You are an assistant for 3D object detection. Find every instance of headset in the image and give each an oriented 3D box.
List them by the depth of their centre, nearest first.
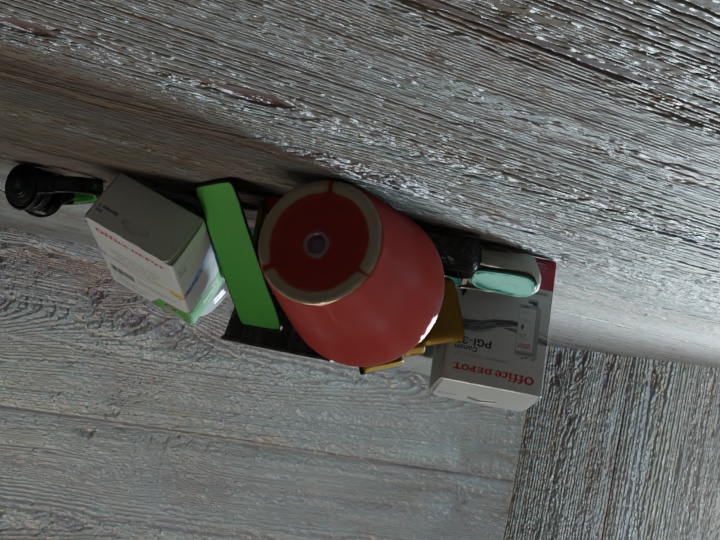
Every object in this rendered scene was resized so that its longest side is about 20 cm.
[{"bbox_3d":[-0.474,-0.101,1.812,0.199,0.094,0.124,-1,175,2],"label":"headset"}]

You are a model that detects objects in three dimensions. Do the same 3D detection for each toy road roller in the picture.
[{"bbox_3d":[0.057,0.056,1.580,0.146,0.123,0.200,-12,173,0],"label":"toy road roller"}]

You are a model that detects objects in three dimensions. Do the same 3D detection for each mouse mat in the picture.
[{"bbox_3d":[-0.156,-0.018,1.584,0.008,0.201,0.161,-21,-171,-23],"label":"mouse mat"}]

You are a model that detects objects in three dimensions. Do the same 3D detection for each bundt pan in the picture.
[{"bbox_3d":[-0.089,0.078,1.735,0.201,0.076,0.202,11,176,1],"label":"bundt pan"}]

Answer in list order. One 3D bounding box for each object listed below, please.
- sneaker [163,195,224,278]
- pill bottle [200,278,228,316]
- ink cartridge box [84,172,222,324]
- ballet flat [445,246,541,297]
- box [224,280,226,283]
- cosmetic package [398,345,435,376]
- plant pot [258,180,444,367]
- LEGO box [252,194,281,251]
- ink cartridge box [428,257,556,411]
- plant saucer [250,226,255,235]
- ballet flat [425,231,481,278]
[{"bbox_3d":[-0.237,-0.076,1.784,0.200,0.080,0.131,28,154,10],"label":"sneaker"},{"bbox_3d":[-0.290,-0.029,1.892,0.200,0.112,0.111,35,-178,14],"label":"pill bottle"},{"bbox_3d":[-0.280,-0.027,1.717,0.145,0.084,0.200,29,159,14],"label":"ink cartridge box"},{"bbox_3d":[0.144,-0.010,1.674,0.199,0.070,0.069,11,176,6],"label":"ballet flat"},{"bbox_3d":[-0.086,0.018,1.725,0.199,0.039,0.041,12,177,-20],"label":"box"},{"bbox_3d":[0.105,0.092,1.795,0.200,0.107,0.090,21,157,-21],"label":"cosmetic package"},{"bbox_3d":[-0.021,-0.006,1.405,0.200,0.201,0.177,9,167,20],"label":"plant pot"},{"bbox_3d":[-0.068,-0.041,1.686,0.149,0.077,0.200,12,176,-7],"label":"LEGO box"},{"bbox_3d":[0.184,0.079,1.723,0.146,0.201,0.083,11,160,-6],"label":"ink cartridge box"},{"bbox_3d":[-0.094,0.003,1.952,0.201,0.039,0.201,29,-162,-10],"label":"plant saucer"},{"bbox_3d":[0.066,-0.042,1.588,0.200,0.057,0.066,20,158,-25],"label":"ballet flat"}]
